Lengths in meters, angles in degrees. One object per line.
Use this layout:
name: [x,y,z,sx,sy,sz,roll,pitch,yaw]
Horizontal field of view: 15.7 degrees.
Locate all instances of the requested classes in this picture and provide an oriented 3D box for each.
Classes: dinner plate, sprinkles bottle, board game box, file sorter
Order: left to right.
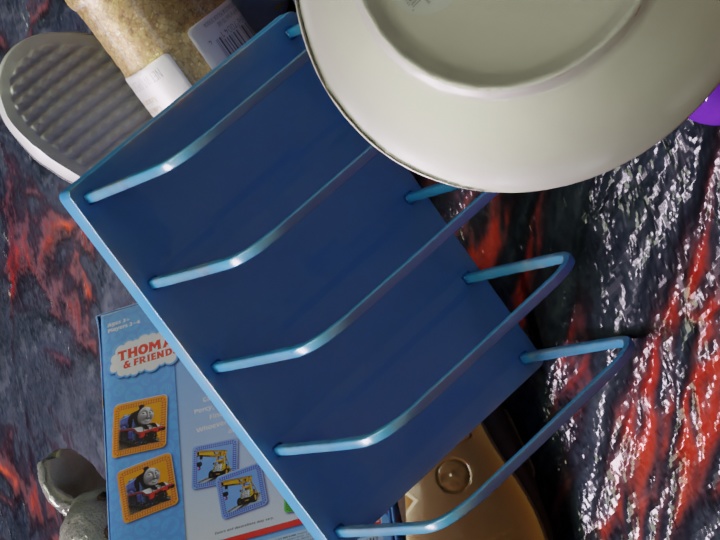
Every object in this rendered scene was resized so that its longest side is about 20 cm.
sprinkles bottle: [-0.060,-0.073,1.275,0.200,0.068,0.068,54,160,-9]
board game box: [-0.054,0.091,1.306,0.037,0.151,0.201,55,-157,-52]
file sorter: [0.000,0.000,1.113,0.200,0.139,0.123,54,156,-11]
dinner plate: [0.058,-0.129,0.961,0.199,0.024,0.201,-5,79,29]

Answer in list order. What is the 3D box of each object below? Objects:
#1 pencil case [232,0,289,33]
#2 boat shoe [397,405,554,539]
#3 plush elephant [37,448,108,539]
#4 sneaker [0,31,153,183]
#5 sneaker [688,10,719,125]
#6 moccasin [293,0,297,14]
pencil case: [-0.070,-0.158,1.348,0.200,0.083,0.091,114,174,-56]
boat shoe: [0.049,0.094,1.240,0.070,0.070,0.201,-29,-78,-74]
plush elephant: [-0.094,0.135,1.418,0.200,0.154,0.165,-59,43,31]
sneaker: [-0.098,-0.062,1.337,0.079,0.199,0.079,-5,66,69]
sneaker: [0.075,-0.108,1.002,0.200,0.099,0.070,-128,30,-47]
moccasin: [0.000,-0.135,1.192,0.200,0.068,0.081,126,152,-60]
